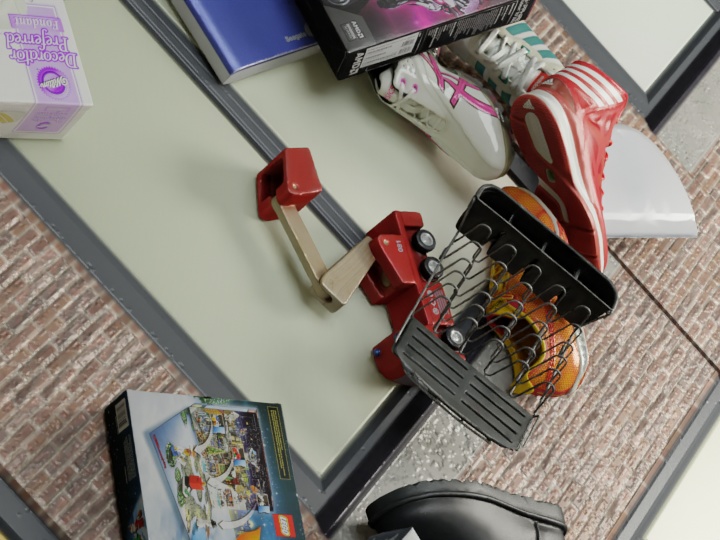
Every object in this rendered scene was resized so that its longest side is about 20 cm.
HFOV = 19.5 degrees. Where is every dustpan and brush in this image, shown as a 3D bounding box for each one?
[{"bbox_3d":[0.233,-0.114,1.988,0.139,0.057,0.201,0,69,-27],"label":"dustpan and brush"}]

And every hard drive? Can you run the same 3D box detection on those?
[{"bbox_3d":[-0.121,-0.264,1.810,0.132,0.025,0.201,-24,79,-45],"label":"hard drive"}]

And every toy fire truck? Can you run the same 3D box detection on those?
[{"bbox_3d":[0.000,0.000,1.719,0.140,0.049,0.201,1,63,-38],"label":"toy fire truck"}]

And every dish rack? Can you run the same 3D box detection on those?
[{"bbox_3d":[0.114,0.043,1.704,0.153,0.055,0.200,38,46,-7],"label":"dish rack"}]

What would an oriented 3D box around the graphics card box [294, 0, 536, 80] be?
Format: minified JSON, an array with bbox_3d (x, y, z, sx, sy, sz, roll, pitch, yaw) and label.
[{"bbox_3d":[0.042,-0.254,1.830,0.199,0.051,0.126,-20,71,-21],"label":"graphics card box"}]

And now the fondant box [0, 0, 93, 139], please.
[{"bbox_3d":[-0.300,-0.200,1.602,0.144,0.058,0.201,-1,65,-40],"label":"fondant box"}]

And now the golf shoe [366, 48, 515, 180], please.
[{"bbox_3d":[0.054,-0.153,1.852,0.092,0.073,0.200,-25,70,-39],"label":"golf shoe"}]

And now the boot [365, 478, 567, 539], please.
[{"bbox_3d":[0.102,0.256,1.614,0.199,0.076,0.169,15,50,-39],"label":"boot"}]

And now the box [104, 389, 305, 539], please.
[{"bbox_3d":[-0.106,0.189,1.517,0.136,0.038,0.201,9,58,-35],"label":"box"}]

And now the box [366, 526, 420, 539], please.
[{"bbox_3d":[0.032,0.312,1.509,0.158,0.051,0.201,-43,108,-45],"label":"box"}]

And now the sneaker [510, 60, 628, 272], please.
[{"bbox_3d":[0.208,-0.093,1.861,0.115,0.078,0.201,-39,131,-30],"label":"sneaker"}]

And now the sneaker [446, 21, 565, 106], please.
[{"bbox_3d":[0.146,-0.188,1.898,0.200,0.070,0.093,43,0,-28],"label":"sneaker"}]

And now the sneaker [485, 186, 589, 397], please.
[{"bbox_3d":[0.142,0.013,1.812,0.077,0.073,0.201,2,58,-27],"label":"sneaker"}]
